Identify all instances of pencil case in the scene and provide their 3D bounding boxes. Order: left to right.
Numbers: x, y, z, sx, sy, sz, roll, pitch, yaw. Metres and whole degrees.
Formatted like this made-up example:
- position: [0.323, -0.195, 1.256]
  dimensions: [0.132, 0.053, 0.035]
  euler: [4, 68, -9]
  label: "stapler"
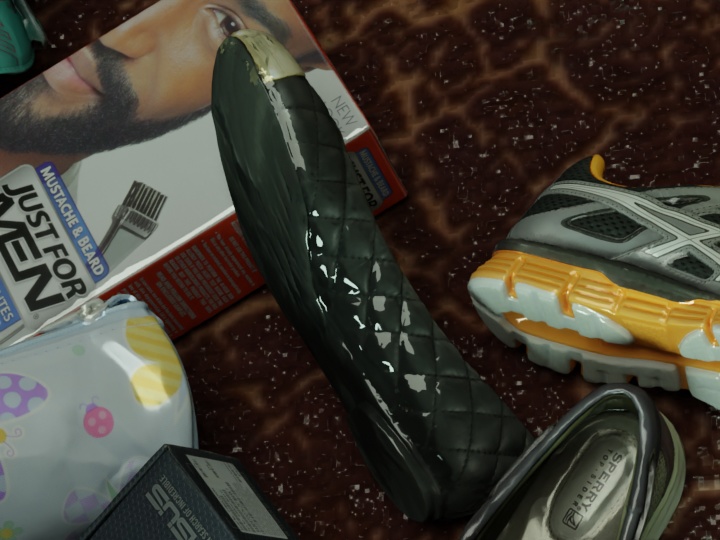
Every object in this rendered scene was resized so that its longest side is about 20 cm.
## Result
- position: [-0.158, 0.072, 0.876]
  dimensions: [0.200, 0.091, 0.083]
  euler: [-14, 32, -20]
  label: "pencil case"

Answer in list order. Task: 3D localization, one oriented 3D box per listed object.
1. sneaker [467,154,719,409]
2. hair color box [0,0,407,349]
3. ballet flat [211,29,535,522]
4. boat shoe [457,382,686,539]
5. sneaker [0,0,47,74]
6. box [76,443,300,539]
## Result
- position: [0.140, 0.009, 0.865]
  dimensions: [0.200, 0.078, 0.077]
  euler: [18, 62, 23]
  label: "sneaker"
- position: [-0.096, -0.031, 0.964]
  dimensions: [0.200, 0.064, 0.111]
  euler: [-31, 60, -1]
  label: "hair color box"
- position: [0.000, 0.000, 0.889]
  dimensions: [0.057, 0.066, 0.200]
  euler: [-27, 92, -25]
  label: "ballet flat"
- position: [0.051, 0.126, 0.838]
  dimensions: [0.072, 0.065, 0.200]
  euler: [27, 76, 24]
  label: "boat shoe"
- position: [-0.171, -0.140, 0.985]
  dimensions: [0.083, 0.200, 0.121]
  euler: [-11, 70, -26]
  label: "sneaker"
- position: [-0.053, 0.185, 0.825]
  dimensions: [0.158, 0.051, 0.200]
  euler: [-48, 58, 15]
  label: "box"
